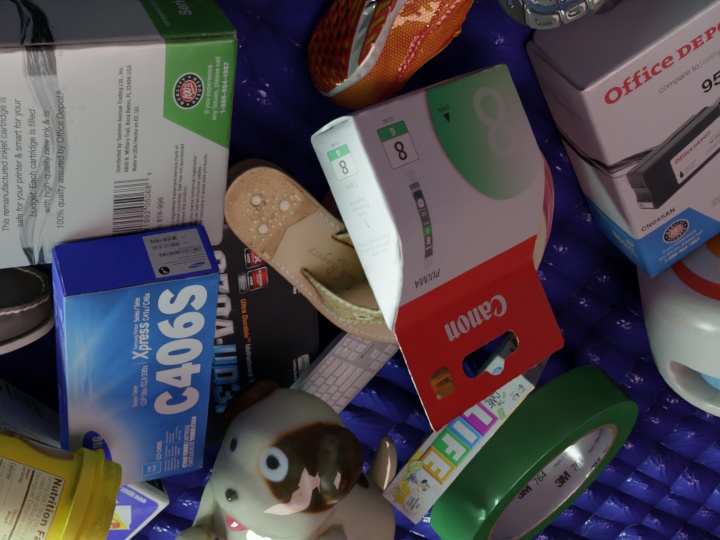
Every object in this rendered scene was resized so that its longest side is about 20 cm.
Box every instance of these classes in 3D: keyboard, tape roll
[{"bbox_3d":[-0.028,0.092,0.925,0.056,0.011,0.200,28,111,-41],"label":"keyboard"},{"bbox_3d":[0.149,0.169,1.063,0.200,0.048,0.201,-34,152,-21],"label":"tape roll"}]

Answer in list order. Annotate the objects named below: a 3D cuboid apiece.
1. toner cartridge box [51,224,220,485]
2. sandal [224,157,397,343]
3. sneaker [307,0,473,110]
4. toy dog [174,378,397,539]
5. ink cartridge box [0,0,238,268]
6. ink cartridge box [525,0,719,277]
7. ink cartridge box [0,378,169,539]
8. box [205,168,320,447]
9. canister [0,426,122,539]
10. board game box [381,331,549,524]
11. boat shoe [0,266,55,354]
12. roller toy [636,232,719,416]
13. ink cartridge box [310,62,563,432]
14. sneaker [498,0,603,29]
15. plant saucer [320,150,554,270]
[{"bbox_3d":[-0.145,0.062,0.798,0.094,0.043,0.201,-9,138,-18],"label":"toner cartridge box"},{"bbox_3d":[-0.003,0.005,0.821,0.211,0.070,0.078,34,97,-32],"label":"sandal"},{"bbox_3d":[0.045,-0.188,0.793,0.200,0.073,0.077,-47,147,20],"label":"sneaker"},{"bbox_3d":[-0.040,0.170,0.886,0.193,0.139,0.201,-36,142,-18],"label":"toy dog"},{"bbox_3d":[-0.182,-0.085,0.729,0.198,0.083,0.148,-7,127,-24],"label":"ink cartridge box"},{"bbox_3d":[0.226,-0.116,0.916,0.144,0.084,0.200,-34,131,-1],"label":"ink cartridge box"},{"bbox_3d":[-0.276,0.183,0.904,0.200,0.043,0.198,-44,131,6],"label":"ink cartridge box"},{"bbox_3d":[-0.110,0.037,0.881,0.158,0.046,0.201,-15,130,-17],"label":"box"},{"bbox_3d":[-0.269,0.144,0.775,0.199,0.087,0.149,24,135,-19],"label":"canister"},{"bbox_3d":[0.091,0.105,0.958,0.135,0.034,0.200,-52,174,15],"label":"board game box"},{"bbox_3d":[-0.283,0.012,0.756,0.200,0.072,0.061,1,128,-23],"label":"boat shoe"},{"bbox_3d":[0.318,0.020,1.001,0.181,0.201,0.140,-19,132,4],"label":"roller toy"},{"bbox_3d":[0.070,-0.021,0.807,0.160,0.050,0.201,-25,92,-44],"label":"ink cartridge box"},{"bbox_3d":[0.177,-0.223,0.788,0.198,0.087,0.075,-16,120,10],"label":"sneaker"},{"bbox_3d":[0.062,-0.020,0.925,0.199,0.051,0.202,-14,128,-18],"label":"plant saucer"}]
